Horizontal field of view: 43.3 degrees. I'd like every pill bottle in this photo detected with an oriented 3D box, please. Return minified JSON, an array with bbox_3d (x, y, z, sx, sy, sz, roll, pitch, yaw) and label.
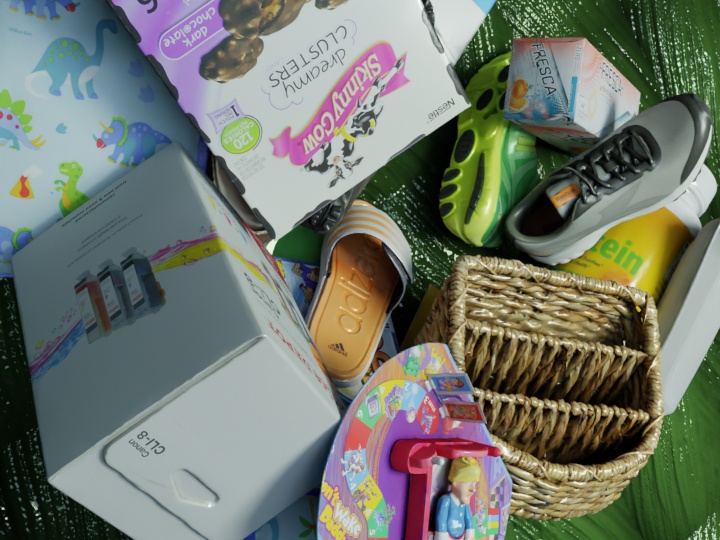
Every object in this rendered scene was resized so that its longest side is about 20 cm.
[{"bbox_3d":[0.253,-0.019,0.864,0.111,0.111,0.201,42,76,-20],"label":"pill bottle"}]

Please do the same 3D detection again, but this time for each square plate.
[{"bbox_3d":[0.313,0.049,0.872,0.197,0.028,0.202,8,108,-59],"label":"square plate"}]

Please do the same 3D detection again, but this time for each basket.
[{"bbox_3d":[0.144,0.097,0.714,0.197,0.144,0.150,12,126,-21],"label":"basket"}]

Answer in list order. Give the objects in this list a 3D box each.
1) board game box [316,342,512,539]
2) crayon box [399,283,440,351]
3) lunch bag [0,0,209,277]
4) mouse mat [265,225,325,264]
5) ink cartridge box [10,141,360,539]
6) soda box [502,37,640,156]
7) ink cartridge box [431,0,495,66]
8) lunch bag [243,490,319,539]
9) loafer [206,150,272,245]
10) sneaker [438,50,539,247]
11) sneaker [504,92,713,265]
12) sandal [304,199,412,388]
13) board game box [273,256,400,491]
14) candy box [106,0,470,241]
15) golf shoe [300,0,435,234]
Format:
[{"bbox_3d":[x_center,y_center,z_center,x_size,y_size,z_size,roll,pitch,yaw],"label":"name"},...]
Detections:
[{"bbox_3d":[0.054,0.151,0.575,0.158,0.039,0.201,-49,123,-35],"label":"board game box"},{"bbox_3d":[0.103,0.112,0.834,0.199,0.051,0.127,31,80,-23],"label":"crayon box"},{"bbox_3d":[-0.199,-0.091,0.649,0.168,0.127,0.203,6,94,-24],"label":"lunch bag"},{"bbox_3d":[-0.086,0.041,0.771,0.159,0.008,0.203,20,84,-24],"label":"mouse mat"},{"bbox_3d":[-0.113,0.053,0.582,0.144,0.201,0.146,-33,136,2],"label":"ink cartridge box"},{"bbox_3d":[0.192,-0.147,0.801,0.199,0.063,0.069,5,93,-60],"label":"soda box"},{"bbox_3d":[0.024,-0.202,0.778,0.115,0.067,0.201,37,78,-21],"label":"ink cartridge box"},{"bbox_3d":[-0.030,0.219,0.682,0.168,0.200,0.129,11,104,-23],"label":"lunch bag"},{"bbox_3d":[-0.094,-0.119,0.722,0.072,0.071,0.203,-9,94,-27],"label":"loafer"},{"bbox_3d":[0.128,-0.114,0.837,0.083,0.073,0.202,38,70,-51],"label":"sneaker"},{"bbox_3d":[0.207,-0.073,0.764,0.079,0.200,0.075,7,50,-52],"label":"sneaker"},{"bbox_3d":[0.007,0.004,0.725,0.078,0.059,0.208,27,40,-12],"label":"sandal"},{"bbox_3d":[-0.030,0.076,0.705,0.134,0.202,0.035,9,133,-25],"label":"board game box"},{"bbox_3d":[-0.046,-0.150,0.588,0.167,0.072,0.201,-35,122,-2],"label":"candy box"},{"bbox_3d":[-0.003,-0.128,0.720,0.077,0.094,0.201,33,105,6],"label":"golf shoe"}]
